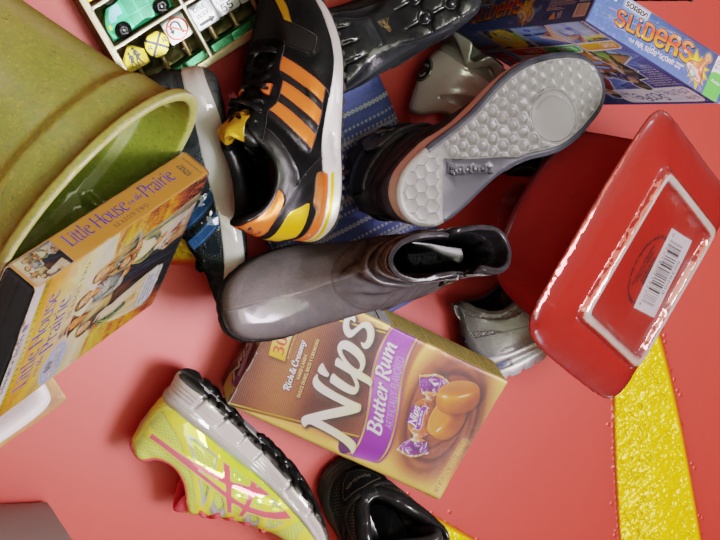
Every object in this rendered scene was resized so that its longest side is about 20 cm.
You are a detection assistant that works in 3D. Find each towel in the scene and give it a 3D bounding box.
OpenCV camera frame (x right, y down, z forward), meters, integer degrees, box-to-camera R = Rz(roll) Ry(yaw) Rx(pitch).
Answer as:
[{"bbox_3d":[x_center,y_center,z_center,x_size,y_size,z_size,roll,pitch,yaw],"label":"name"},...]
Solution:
[{"bbox_3d":[-0.016,-0.051,1.356,0.145,0.024,0.200,-28,111,-17],"label":"towel"}]

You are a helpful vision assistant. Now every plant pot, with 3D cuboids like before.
[{"bbox_3d":[-0.247,-0.104,1.151,0.184,0.200,0.200,41,82,6],"label":"plant pot"}]

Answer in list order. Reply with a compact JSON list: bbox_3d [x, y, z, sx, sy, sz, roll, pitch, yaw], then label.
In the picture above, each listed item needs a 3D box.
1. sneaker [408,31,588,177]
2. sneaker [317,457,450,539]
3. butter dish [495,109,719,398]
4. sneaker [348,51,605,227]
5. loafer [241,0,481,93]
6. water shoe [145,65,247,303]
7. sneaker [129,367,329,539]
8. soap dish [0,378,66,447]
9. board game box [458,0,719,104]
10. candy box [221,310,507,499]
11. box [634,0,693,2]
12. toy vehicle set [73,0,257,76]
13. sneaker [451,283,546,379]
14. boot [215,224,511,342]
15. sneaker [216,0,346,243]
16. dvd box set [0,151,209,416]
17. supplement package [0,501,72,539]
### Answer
[{"bbox_3d":[0.124,-0.108,1.378,0.200,0.074,0.089,33,92,-17],"label":"sneaker"},{"bbox_3d":[0.038,0.254,1.382,0.076,0.114,0.200,-29,111,-14],"label":"sneaker"},{"bbox_3d":[0.173,-0.027,1.320,0.200,0.148,0.199,-60,145,-4],"label":"butter dish"},{"bbox_3d":[0.081,-0.104,1.299,0.202,0.146,0.077,-32,102,-17],"label":"sneaker"},{"bbox_3d":[0.003,-0.180,1.312,0.200,0.070,0.068,-25,88,0],"label":"loafer"},{"bbox_3d":[-0.133,-0.060,1.278,0.079,0.072,0.200,-8,114,-1],"label":"water shoe"},{"bbox_3d":[-0.105,0.171,1.335,0.090,0.078,0.200,-42,109,2],"label":"sneaker"},{"bbox_3d":[-0.334,0.057,1.208,0.157,0.081,0.200,-36,111,-13],"label":"soap dish"},{"bbox_3d":[0.180,-0.174,1.313,0.135,0.200,0.035,27,83,-25],"label":"board game box"},{"bbox_3d":[0.003,0.090,1.344,0.200,0.056,0.117,26,101,-15],"label":"candy box"},{"bbox_3d":[0.147,-0.267,1.283,0.164,0.200,0.086,11,94,-23],"label":"box"},{"bbox_3d":[-0.118,-0.230,1.275,0.200,0.027,0.124,-35,111,-13],"label":"toy vehicle set"},{"bbox_3d":[0.168,0.014,1.411,0.200,0.075,0.082,-32,112,-14],"label":"sneaker"},{"bbox_3d":[0.000,0.000,1.231,0.200,0.132,0.070,-17,90,-23],"label":"boot"},{"bbox_3d":[-0.064,-0.120,1.223,0.090,0.070,0.201,-1,85,-45],"label":"sneaker"},{"bbox_3d":[-0.193,0.011,1.175,0.029,0.200,0.146,37,128,10],"label":"dvd box set"},{"bbox_3d":[-0.312,0.245,1.210,0.200,0.156,0.111,2,100,-23],"label":"supplement package"}]
